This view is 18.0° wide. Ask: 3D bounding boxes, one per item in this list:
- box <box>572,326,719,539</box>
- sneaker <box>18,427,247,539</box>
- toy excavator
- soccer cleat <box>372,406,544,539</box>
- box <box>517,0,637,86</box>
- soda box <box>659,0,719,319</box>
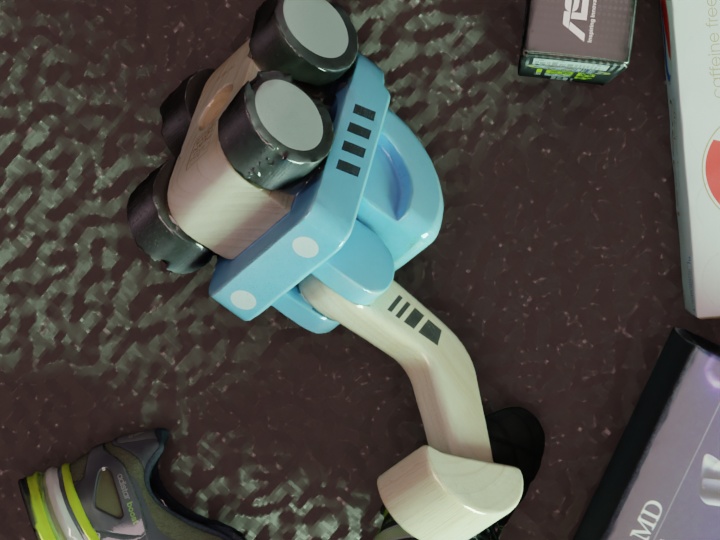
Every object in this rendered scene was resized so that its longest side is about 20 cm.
[{"bbox_3d":[0.202,0.135,1.030,0.199,0.104,0.149,24,94,1],"label":"box"},{"bbox_3d":[-0.078,0.163,1.064,0.081,0.074,0.201,-34,92,0],"label":"sneaker"},{"bbox_3d":[0.000,0.000,1.017,0.199,0.195,0.100,34,133,-19],"label":"toy excavator"},{"bbox_3d":[0.027,0.146,1.032,0.200,0.068,0.081,-45,48,-17],"label":"soccer cleat"},{"bbox_3d":[0.098,-0.164,0.976,0.044,0.200,0.162,6,94,3],"label":"box"},{"bbox_3d":[0.176,-0.080,1.043,0.067,0.064,0.202,-5,92,3],"label":"soda box"}]
